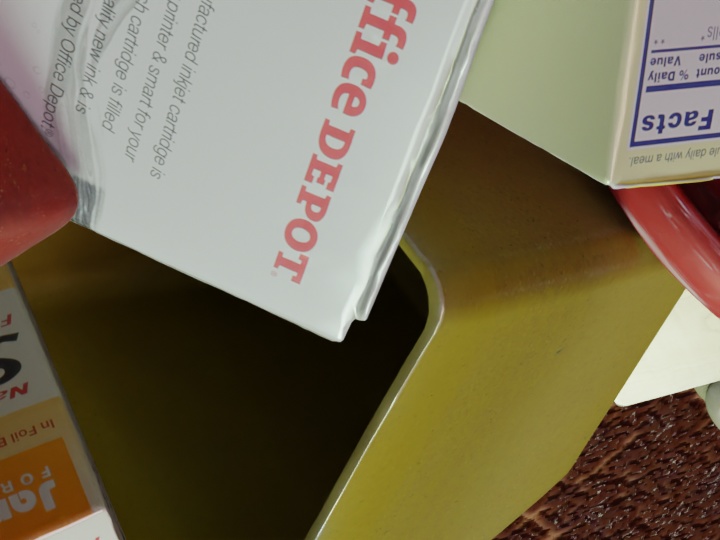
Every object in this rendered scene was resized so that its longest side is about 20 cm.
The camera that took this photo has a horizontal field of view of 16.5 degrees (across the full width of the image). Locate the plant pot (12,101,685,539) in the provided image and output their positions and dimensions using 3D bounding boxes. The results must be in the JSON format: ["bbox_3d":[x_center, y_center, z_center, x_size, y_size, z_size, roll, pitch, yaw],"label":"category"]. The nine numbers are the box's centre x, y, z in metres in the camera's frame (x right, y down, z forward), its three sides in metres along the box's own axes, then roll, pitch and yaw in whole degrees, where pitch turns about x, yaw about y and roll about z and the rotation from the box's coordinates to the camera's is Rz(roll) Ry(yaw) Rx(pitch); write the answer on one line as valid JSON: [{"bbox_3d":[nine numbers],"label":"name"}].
[{"bbox_3d":[0.000,0.000,0.872,0.176,0.200,0.201,-9,140,-41],"label":"plant pot"}]

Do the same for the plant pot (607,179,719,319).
[{"bbox_3d":[0.177,-0.076,0.808,0.200,0.201,0.182,17,133,-43],"label":"plant pot"}]

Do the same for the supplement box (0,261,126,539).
[{"bbox_3d":[-0.160,0.043,0.798,0.125,0.201,0.074,-23,143,-8],"label":"supplement box"}]

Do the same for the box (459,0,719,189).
[{"bbox_3d":[0.069,-0.148,0.690,0.096,0.176,0.201,-6,113,-30],"label":"box"}]

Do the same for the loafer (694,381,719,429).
[{"bbox_3d":[0.210,0.021,1.123,0.199,0.068,0.076,-7,145,-51],"label":"loafer"}]

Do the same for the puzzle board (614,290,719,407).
[{"bbox_3d":[0.164,-0.033,0.964,0.199,0.017,0.151,-17,119,20],"label":"puzzle board"}]

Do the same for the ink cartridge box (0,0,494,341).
[{"bbox_3d":[-0.061,-0.092,0.640,0.199,0.084,0.146,24,131,3],"label":"ink cartridge box"}]

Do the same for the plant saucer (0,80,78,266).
[{"bbox_3d":[-0.205,-0.036,0.612,0.199,0.037,0.200,-31,111,10],"label":"plant saucer"}]
